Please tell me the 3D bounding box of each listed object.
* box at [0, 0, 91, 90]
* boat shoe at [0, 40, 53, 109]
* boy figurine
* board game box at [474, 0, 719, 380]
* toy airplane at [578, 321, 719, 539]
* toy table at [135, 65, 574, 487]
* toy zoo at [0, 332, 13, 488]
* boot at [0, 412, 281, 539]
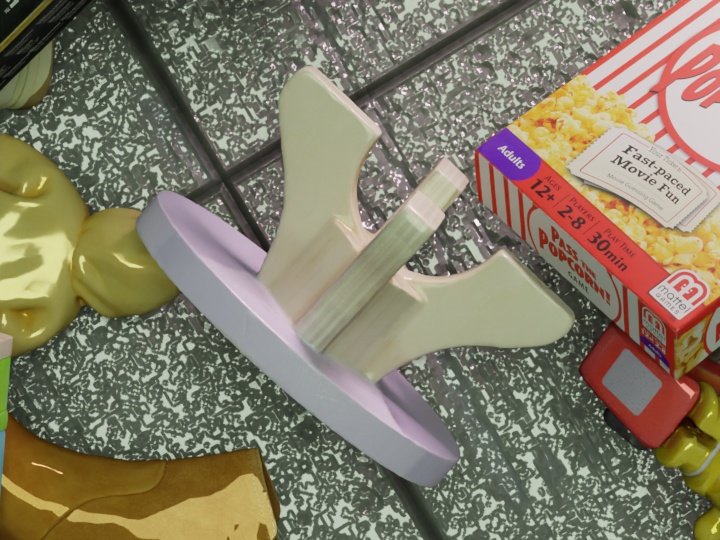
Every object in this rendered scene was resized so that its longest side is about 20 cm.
[{"bbox_3d":[-0.206,-0.172,1.372,0.200,0.049,0.160,-39,79,31],"label":"box"},{"bbox_3d":[-0.199,-0.181,1.433,0.066,0.074,0.202,-7,91,-35],"label":"boat shoe"},{"bbox_3d":[-0.184,-0.013,1.443,0.198,0.064,0.125,0,86,-3],"label":"boy figurine"},{"bbox_3d":[0.180,-0.058,1.417,0.200,0.046,0.151,-36,59,-18],"label":"board game box"},{"bbox_3d":[0.217,0.116,1.413,0.198,0.141,0.201,-7,101,5],"label":"toy airplane"},{"bbox_3d":[0.000,0.000,1.403,0.200,0.184,0.117,40,102,-12],"label":"toy table"},{"bbox_3d":[-0.237,0.113,1.402,0.131,0.020,0.201,16,110,26],"label":"toy zoo"},{"bbox_3d":[-0.120,0.111,1.428,0.143,0.071,0.202,-22,102,4],"label":"boot"}]
